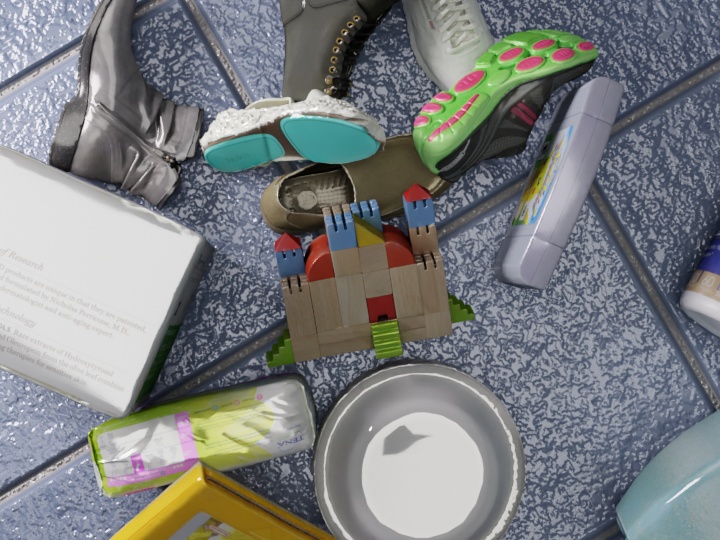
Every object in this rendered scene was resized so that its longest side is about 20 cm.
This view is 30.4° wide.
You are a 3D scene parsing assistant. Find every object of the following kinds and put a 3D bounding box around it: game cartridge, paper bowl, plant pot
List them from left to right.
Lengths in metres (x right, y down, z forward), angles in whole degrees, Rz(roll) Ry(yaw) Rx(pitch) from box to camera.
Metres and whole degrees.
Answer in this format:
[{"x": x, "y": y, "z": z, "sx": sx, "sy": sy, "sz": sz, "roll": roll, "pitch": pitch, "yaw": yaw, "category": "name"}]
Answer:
[{"x": -0.145, "y": 0.273, "z": 1.189, "sx": 0.200, "sy": 0.033, "sz": 0.176, "roll": -43, "pitch": 124, "yaw": 18, "category": "game cartridge"}, {"x": 0.054, "y": 0.186, "z": 1.236, "sx": 0.199, "sy": 0.104, "sz": 0.203, "roll": 0, "pitch": 90, "yaw": -3, "category": "paper bowl"}, {"x": 0.182, "y": -0.080, "z": 1.230, "sx": 0.040, "sy": 0.133, "sz": 0.201, "roll": 22, "pitch": 88, "yaw": -9, "category": "game cartridge"}, {"x": 0.346, "y": 0.238, "z": 1.207, "sx": 0.199, "sy": 0.196, "sz": 0.197, "roll": -25, "pitch": 90, "yaw": 6, "category": "plant pot"}]

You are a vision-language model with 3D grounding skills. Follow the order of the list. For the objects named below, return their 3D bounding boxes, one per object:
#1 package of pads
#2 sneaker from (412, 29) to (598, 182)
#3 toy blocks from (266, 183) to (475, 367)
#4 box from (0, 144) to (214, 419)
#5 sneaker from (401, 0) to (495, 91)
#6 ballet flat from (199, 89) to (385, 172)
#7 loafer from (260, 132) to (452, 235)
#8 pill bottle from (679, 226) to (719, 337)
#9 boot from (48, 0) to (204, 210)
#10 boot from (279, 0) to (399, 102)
[{"x": -0.138, "y": 0.144, "z": 1.204, "sx": 0.198, "sy": 0.155, "sz": 0.069, "roll": -14, "pitch": 89, "yaw": -2, "category": "package of pads"}, {"x": 0.135, "y": -0.156, "z": 1.239, "sx": 0.199, "sy": 0.084, "sz": 0.077, "roll": -34, "pitch": 47, "yaw": -9, "category": "sneaker"}, {"x": 0.000, "y": 0.000, "z": 1.216, "sx": 0.198, "sy": 0.100, "sz": 0.138, "roll": -10, "pitch": 111, "yaw": -2, "category": "toy blocks"}, {"x": -0.253, "y": 0.011, "z": 1.180, "sx": 0.199, "sy": 0.199, "sz": 0.173, "roll": 23, "pitch": 87, "yaw": -3, "category": "box"}, {"x": 0.079, "y": -0.247, "z": 1.256, "sx": 0.076, "sy": 0.080, "sz": 0.201, "roll": -28, "pitch": 94, "yaw": -5, "category": "sneaker"}, {"x": -0.062, "y": -0.136, "z": 1.219, "sx": 0.199, "sy": 0.072, "sz": 0.072, "roll": -3, "pitch": 89, "yaw": 31, "category": "ballet flat"}, {"x": 0.002, "y": -0.080, "z": 1.256, "sx": 0.198, "sy": 0.067, "sz": 0.077, "roll": -20, "pitch": 90, "yaw": -2, "category": "loafer"}, {"x": 0.396, "y": -0.026, "z": 1.246, "sx": 0.115, "sy": 0.116, "sz": 0.201, "roll": 30, "pitch": 87, "yaw": -1, "category": "pill bottle"}, {"x": -0.206, "y": -0.169, "z": 1.260, "sx": 0.131, "sy": 0.070, "sz": 0.202, "roll": 17, "pitch": 97, "yaw": -7, "category": "boot"}, {"x": 0.000, "y": -0.216, "z": 1.218, "sx": 0.077, "sy": 0.199, "sz": 0.140, "roll": 0, "pitch": 94, "yaw": -39, "category": "boot"}]
